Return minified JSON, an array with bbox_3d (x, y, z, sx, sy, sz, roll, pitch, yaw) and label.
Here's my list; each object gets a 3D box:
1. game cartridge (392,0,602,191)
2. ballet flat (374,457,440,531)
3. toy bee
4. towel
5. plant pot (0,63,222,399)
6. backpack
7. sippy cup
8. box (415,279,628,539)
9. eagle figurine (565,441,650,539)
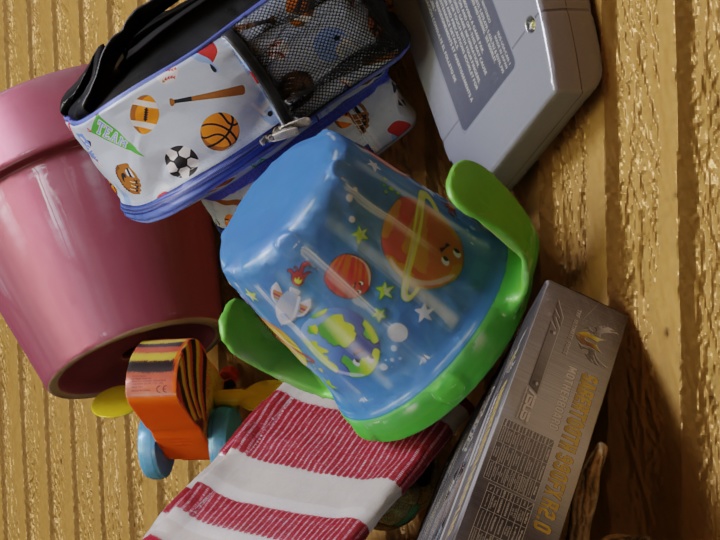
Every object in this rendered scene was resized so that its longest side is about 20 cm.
[{"bbox_3d":[0.066,-0.153,1.176,0.133,0.041,0.200,-48,52,49],"label":"game cartridge"},{"bbox_3d":[0.000,0.053,1.300,0.071,0.071,0.200,-38,66,58],"label":"ballet flat"},{"bbox_3d":[-0.117,0.096,1.485,0.200,0.131,0.109,105,172,-52],"label":"toy bee"},{"bbox_3d":[-0.046,0.127,1.184,0.144,0.200,0.023,5,131,46],"label":"towel"},{"bbox_3d":[-0.181,-0.019,1.495,0.200,0.200,0.179,-47,59,55],"label":"plant pot"},{"bbox_3d":[-0.071,-0.104,1.254,0.154,0.190,0.200,63,174,-8],"label":"backpack"},{"bbox_3d":[0.000,0.000,1.163,0.178,0.130,0.140,-47,22,9],"label":"sippy cup"},{"bbox_3d":[0.063,0.125,1.088,0.200,0.048,0.159,-65,1,-47],"label":"box"},{"bbox_3d":[0.142,0.182,0.963,0.200,0.151,0.152,18,122,52],"label":"eagle figurine"}]
